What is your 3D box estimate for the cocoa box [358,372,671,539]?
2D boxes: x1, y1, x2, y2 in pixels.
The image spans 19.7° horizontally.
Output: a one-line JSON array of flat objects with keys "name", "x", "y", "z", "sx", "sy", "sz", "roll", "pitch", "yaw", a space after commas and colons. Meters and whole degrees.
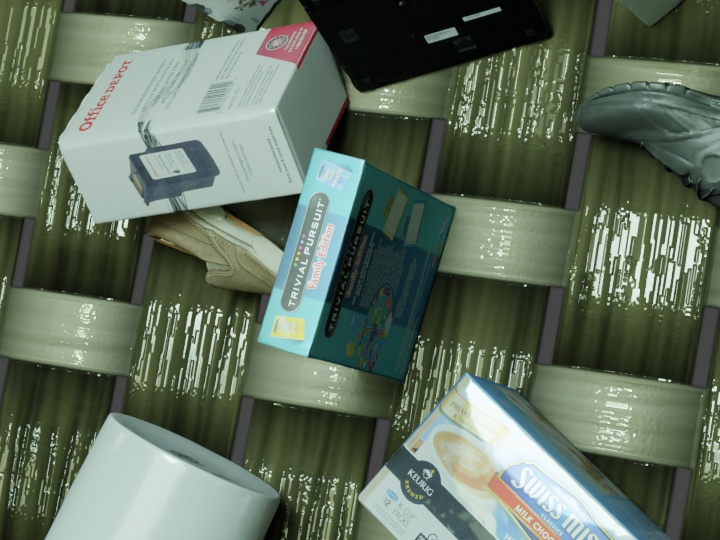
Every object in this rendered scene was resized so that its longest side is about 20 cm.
[{"name": "cocoa box", "x": 0.125, "y": 0.194, "z": 1.568, "sx": 0.200, "sy": 0.133, "sz": 0.131, "roll": 44, "pitch": 98, "yaw": 22}]

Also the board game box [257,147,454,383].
[{"name": "board game box", "x": 0.000, "y": 0.000, "z": 1.613, "sx": 0.047, "sy": 0.200, "sz": 0.152, "roll": 15, "pitch": 88, "yaw": 24}]

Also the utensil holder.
[{"name": "utensil holder", "x": -0.177, "y": 0.237, "z": 1.670, "sx": 0.169, "sy": 0.170, "sz": 0.201, "roll": 25, "pitch": 90, "yaw": 24}]

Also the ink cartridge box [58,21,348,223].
[{"name": "ink cartridge box", "x": -0.128, "y": -0.123, "z": 1.711, "sx": 0.199, "sy": 0.145, "sz": 0.085, "roll": -7, "pitch": 123, "yaw": 22}]

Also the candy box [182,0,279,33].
[{"name": "candy box", "x": -0.170, "y": -0.292, "z": 1.764, "sx": 0.200, "sy": 0.136, "sz": 0.061, "roll": 42, "pitch": 99, "yaw": 21}]

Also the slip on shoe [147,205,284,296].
[{"name": "slip on shoe", "x": -0.101, "y": -0.008, "z": 1.723, "sx": 0.200, "sy": 0.076, "sz": 0.061, "roll": 36, "pitch": 91, "yaw": 26}]

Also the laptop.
[{"name": "laptop", "x": 0.039, "y": -0.263, "z": 1.671, "sx": 0.176, "sy": 0.200, "sz": 0.104, "roll": -14, "pitch": 50, "yaw": 20}]

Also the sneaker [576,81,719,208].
[{"name": "sneaker", "x": 0.258, "y": -0.096, "z": 1.593, "sx": 0.199, "sy": 0.076, "sz": 0.092, "roll": 9, "pitch": 92, "yaw": 25}]

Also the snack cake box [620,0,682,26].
[{"name": "snack cake box", "x": 0.181, "y": -0.297, "z": 1.630, "sx": 0.067, "sy": 0.115, "sz": 0.201, "roll": -39, "pitch": 70, "yaw": 12}]
